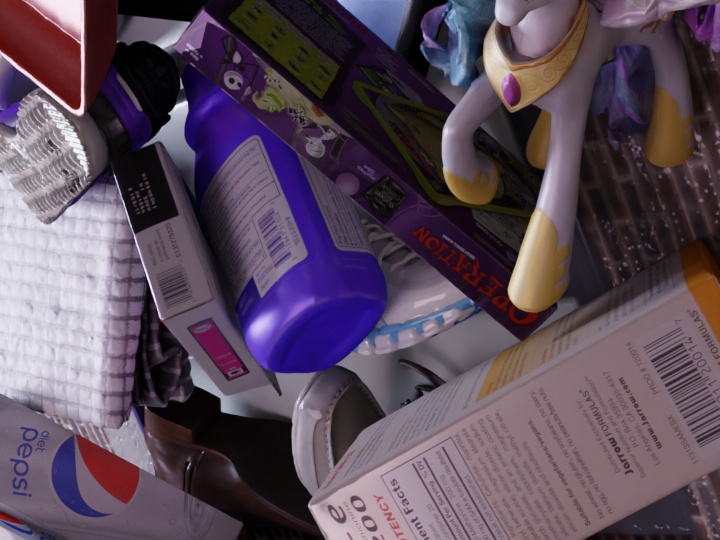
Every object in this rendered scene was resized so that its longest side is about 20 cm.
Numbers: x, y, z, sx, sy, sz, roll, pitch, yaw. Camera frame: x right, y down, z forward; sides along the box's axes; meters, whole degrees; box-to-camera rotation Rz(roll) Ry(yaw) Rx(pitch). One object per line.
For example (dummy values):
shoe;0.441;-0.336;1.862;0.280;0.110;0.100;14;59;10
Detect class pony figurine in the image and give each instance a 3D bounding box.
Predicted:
pony figurine;0.101;-0.108;0.531;0.166;0.193;0.201;34;153;28

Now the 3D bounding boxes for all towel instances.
towel;-0.198;0.008;0.915;0.198;0.085;0.168;6;94;37

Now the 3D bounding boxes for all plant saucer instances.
plant saucer;-0.177;-0.209;0.675;0.199;0.036;0.202;36;133;35

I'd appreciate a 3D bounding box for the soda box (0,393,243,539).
soda box;-0.180;0.153;0.881;0.198;0.064;0.068;28;152;-1

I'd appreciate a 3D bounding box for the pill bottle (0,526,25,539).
pill bottle;-0.169;0.239;0.958;0.200;0.109;0.110;40;136;10

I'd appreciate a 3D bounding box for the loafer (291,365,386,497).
loafer;0.013;0.136;0.811;0.069;0.070;0.201;18;144;36

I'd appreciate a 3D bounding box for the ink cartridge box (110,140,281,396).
ink cartridge box;-0.089;0.011;0.778;0.200;0.037;0.096;65;-177;-69

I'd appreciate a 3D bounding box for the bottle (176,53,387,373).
bottle;-0.051;-0.045;0.735;0.084;0.065;0.201;-50;51;37

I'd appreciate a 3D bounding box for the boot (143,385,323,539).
boot;-0.079;0.190;0.960;0.185;0.064;0.202;29;134;28

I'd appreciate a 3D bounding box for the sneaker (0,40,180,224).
sneaker;-0.156;-0.087;0.791;0.070;0.099;0.199;56;156;-14

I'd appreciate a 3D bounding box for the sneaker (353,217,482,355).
sneaker;0.000;0.000;0.759;0.199;0.075;0.088;-14;99;47

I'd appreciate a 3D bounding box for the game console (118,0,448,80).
game console;-0.046;-0.180;0.653;0.176;0.116;0.201;44;138;28

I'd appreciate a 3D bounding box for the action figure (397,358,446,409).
action figure;0.077;0.134;0.743;0.119;0.101;0.202;71;-174;-56

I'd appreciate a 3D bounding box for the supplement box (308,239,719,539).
supplement box;0.086;0.072;0.611;0.199;0.126;0.074;-31;91;15

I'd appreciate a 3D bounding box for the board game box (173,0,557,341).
board game box;0.013;-0.064;0.625;0.199;0.120;0.032;40;121;-9

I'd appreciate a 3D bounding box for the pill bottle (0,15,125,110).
pill bottle;-0.243;-0.208;0.835;0.201;0.108;0.109;52;138;6
